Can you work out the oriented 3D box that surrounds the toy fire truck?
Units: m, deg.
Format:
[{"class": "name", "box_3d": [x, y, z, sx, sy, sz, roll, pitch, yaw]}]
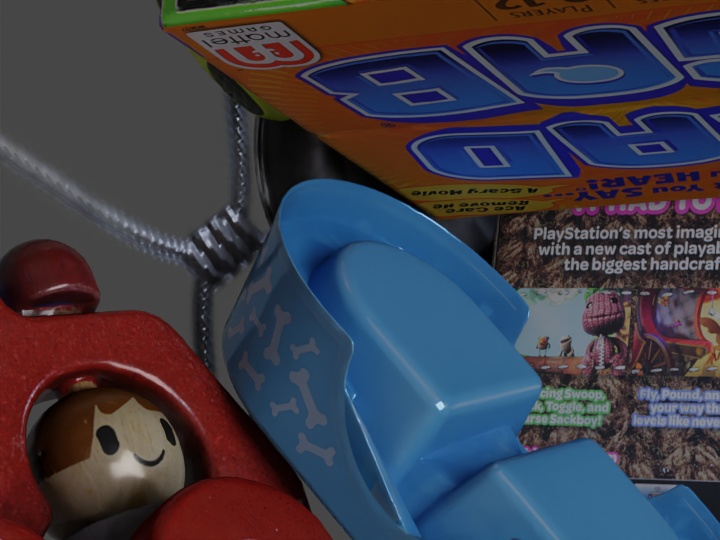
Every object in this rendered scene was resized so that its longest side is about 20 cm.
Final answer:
[{"class": "toy fire truck", "box_3d": [-0.102, 0.067, 0.830, 0.199, 0.112, 0.169, -5, 66, -36]}]

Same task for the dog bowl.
[{"class": "dog bowl", "box_3d": [0.035, 0.060, 0.880, 0.200, 0.050, 0.111, 50, 26, 18]}]

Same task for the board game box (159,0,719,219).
[{"class": "board game box", "box_3d": [0.079, -0.143, 0.863, 0.200, 0.199, 0.201, 30, 59, -61]}]

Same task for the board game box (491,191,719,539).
[{"class": "board game box", "box_3d": [0.128, 0.052, 0.957, 0.097, 0.159, 0.201, 28, 66, -60]}]

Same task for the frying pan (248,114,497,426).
[{"class": "frying pan", "box_3d": [-0.008, -0.015, 0.959, 0.190, 0.031, 0.115, -43, 109, -37]}]

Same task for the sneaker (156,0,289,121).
[{"class": "sneaker", "box_3d": [-0.029, -0.149, 0.929, 0.083, 0.074, 0.201, -10, 90, -35]}]
